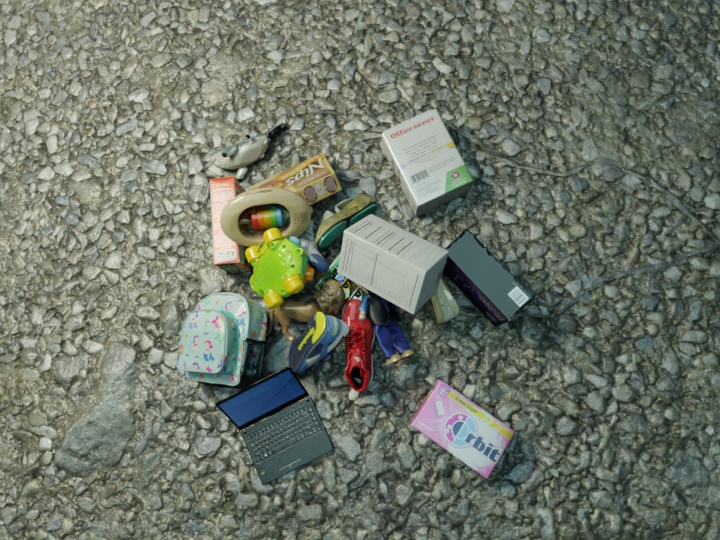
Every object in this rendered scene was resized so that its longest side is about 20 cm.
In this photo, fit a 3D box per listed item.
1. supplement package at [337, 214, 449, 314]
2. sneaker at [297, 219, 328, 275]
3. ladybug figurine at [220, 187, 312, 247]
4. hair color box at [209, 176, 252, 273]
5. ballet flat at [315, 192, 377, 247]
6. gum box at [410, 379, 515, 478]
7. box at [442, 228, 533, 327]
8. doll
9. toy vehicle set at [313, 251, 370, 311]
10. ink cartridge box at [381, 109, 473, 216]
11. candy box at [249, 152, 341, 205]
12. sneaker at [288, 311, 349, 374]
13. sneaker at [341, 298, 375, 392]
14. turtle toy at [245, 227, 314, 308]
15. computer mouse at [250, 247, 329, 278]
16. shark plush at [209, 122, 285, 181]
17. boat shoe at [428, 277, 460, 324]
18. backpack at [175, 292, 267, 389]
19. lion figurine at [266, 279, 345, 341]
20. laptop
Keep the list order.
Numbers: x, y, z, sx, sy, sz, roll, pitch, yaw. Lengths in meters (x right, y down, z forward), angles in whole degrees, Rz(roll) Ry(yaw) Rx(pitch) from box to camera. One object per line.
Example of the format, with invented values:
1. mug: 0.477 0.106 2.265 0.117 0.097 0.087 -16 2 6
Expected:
1. supplement package: 0.066 -0.018 1.101 0.199 0.114 0.109 29 38 22
2. sneaker: -0.126 -0.076 1.199 0.088 0.075 0.200 -36 66 -16
3. ladybug figurine: -0.203 -0.121 1.129 0.198 0.072 0.137 -6 122 -10
4. hair color box: -0.300 -0.102 1.208 0.063 0.111 0.202 -5 79 2
5. ballet flat: -0.047 -0.120 1.198 0.200 0.071 0.071 -37 78 -31
6. gum box: 0.220 0.338 1.112 0.199 0.066 0.114 34 84 9
7. box: 0.266 0.020 1.138 0.079 0.141 0.200 -41 79 -3
8. doll: 0.055 0.101 1.151 0.136 0.048 0.201 -11 74 -42
9. toy vehicle set: 0.000 0.000 1.214 0.124 0.027 0.200 37 83 9
10. ink cartridge box: 0.154 -0.254 1.228 0.144 0.084 0.201 -24 79 -2
11. candy box: -0.155 -0.192 1.219 0.199 0.056 0.116 -25 40 -3
12. sneaker: -0.095 0.167 1.127 0.082 0.200 0.074 9 50 -33
13. sneaker: -0.001 0.163 1.121 0.078 0.116 0.202 -9 90 0
14. turtle toy: -0.176 0.003 1.123 0.200 0.101 0.147 -35 75 39
15. computer mouse: -0.167 -0.013 1.222 0.199 0.034 0.059 -25 77 -3
16. shark plush: -0.277 -0.315 1.276 0.200 0.091 0.083 -42 49 -1
17. boat shoe: 0.149 0.029 1.174 0.069 0.074 0.201 -31 83 -4
18. backpack: -0.298 0.148 1.135 0.176 0.150 0.202 -1 70 29
19. lion figurine: -0.128 0.090 1.154 0.198 0.123 0.073 -11 35 -4
20. laptop: -0.182 0.336 1.117 0.176 0.103 0.201 -26 78 -2
